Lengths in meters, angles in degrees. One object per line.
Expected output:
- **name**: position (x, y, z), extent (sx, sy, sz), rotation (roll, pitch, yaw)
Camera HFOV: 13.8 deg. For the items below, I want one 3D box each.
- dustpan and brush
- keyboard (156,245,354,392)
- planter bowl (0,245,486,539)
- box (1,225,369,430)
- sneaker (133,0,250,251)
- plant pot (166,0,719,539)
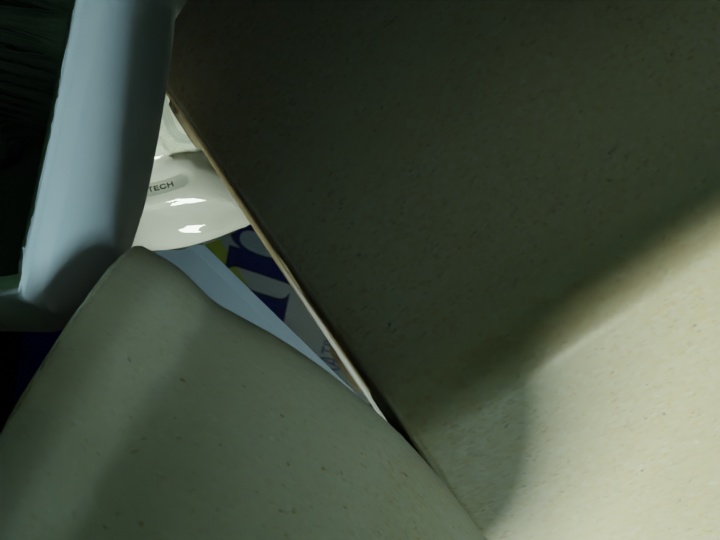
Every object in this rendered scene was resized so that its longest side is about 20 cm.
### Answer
- **dustpan and brush**: position (-0.072, -0.036, 0.642), extent (0.200, 0.057, 0.141), rotation (81, 17, -72)
- **keyboard**: position (-0.022, 0.032, 0.793), extent (0.011, 0.200, 0.056), rotation (-41, -169, 21)
- **planter bowl**: position (-0.030, 0.114, 0.591), extent (0.201, 0.134, 0.200), rotation (-63, 180, 0)
- **box**: position (0.000, 0.000, 0.903), extent (0.105, 0.199, 0.185), rotation (-81, -178, -52)
- **sneaker**: position (-0.048, -0.101, 0.784), extent (0.201, 0.075, 0.081), rotation (-91, 161, -45)
- **plant pot**: position (0.072, -0.021, 0.689), extent (0.200, 0.177, 0.200), rotation (52, -3, 41)
